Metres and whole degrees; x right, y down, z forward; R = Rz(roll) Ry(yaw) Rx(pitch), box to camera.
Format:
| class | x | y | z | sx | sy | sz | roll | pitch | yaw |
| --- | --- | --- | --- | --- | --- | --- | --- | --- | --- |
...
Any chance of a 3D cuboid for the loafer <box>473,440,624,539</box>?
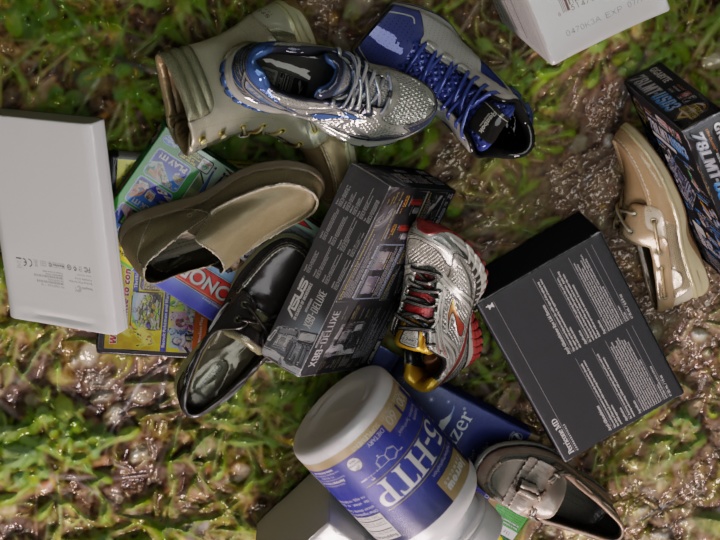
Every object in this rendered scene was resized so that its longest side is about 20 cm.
| class | x | y | z | sx | sy | sz | roll | pitch | yaw |
| --- | --- | --- | --- | --- | --- | --- | --- | --- | --- |
| loafer | 0.197 | 0.225 | 1.797 | 0.199 | 0.063 | 0.072 | 26 | 102 | -41 |

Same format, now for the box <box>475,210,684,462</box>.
| class | x | y | z | sx | sy | sz | roll | pitch | yaw |
| --- | --- | --- | --- | --- | --- | --- | --- | --- | --- |
| box | 0.210 | 0.066 | 1.775 | 0.141 | 0.079 | 0.201 | -30 | 111 | -1 |

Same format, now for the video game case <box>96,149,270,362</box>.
| class | x | y | z | sx | sy | sz | roll | pitch | yaw |
| --- | --- | --- | --- | --- | --- | --- | --- | --- | --- |
| video game case | -0.158 | -0.012 | 1.720 | 0.179 | 0.026 | 0.201 | 4 | 109 | -10 |

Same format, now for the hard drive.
| class | x | y | z | sx | sy | sz | roll | pitch | yaw |
| --- | --- | --- | --- | --- | --- | --- | --- | --- | --- |
| hard drive | -0.282 | -0.046 | 1.650 | 0.131 | 0.026 | 0.201 | 8 | 112 | 30 |

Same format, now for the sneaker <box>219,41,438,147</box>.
| class | x | y | z | sx | sy | sz | roll | pitch | yaw |
| --- | --- | --- | --- | --- | --- | --- | --- | --- | --- |
| sneaker | -0.021 | -0.158 | 1.574 | 0.199 | 0.085 | 0.078 | 8 | 83 | -17 |

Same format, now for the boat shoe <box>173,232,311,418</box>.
| class | x | y | z | sx | sy | sz | roll | pitch | yaw |
| --- | --- | --- | --- | --- | --- | --- | --- | --- | --- |
| boat shoe | -0.105 | 0.058 | 1.673 | 0.073 | 0.065 | 0.201 | 29 | 102 | -15 |

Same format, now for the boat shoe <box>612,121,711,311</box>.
| class | x | y | z | sx | sy | sz | roll | pitch | yaw |
| --- | --- | --- | --- | --- | --- | --- | --- | --- | --- |
| boat shoe | 0.283 | -0.049 | 1.750 | 0.064 | 0.071 | 0.201 | -26 | 112 | 0 |

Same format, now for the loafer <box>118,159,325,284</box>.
| class | x | y | z | sx | sy | sz | roll | pitch | yaw |
| --- | --- | --- | --- | --- | --- | --- | --- | --- | --- |
| loafer | -0.122 | -0.037 | 1.622 | 0.199 | 0.068 | 0.076 | -21 | 143 | 10 |

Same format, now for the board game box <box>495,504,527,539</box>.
| class | x | y | z | sx | sy | sz | roll | pitch | yaw |
| --- | --- | --- | --- | --- | --- | --- | --- | --- | --- |
| board game box | 0.090 | 0.209 | 1.834 | 0.199 | 0.023 | 0.105 | 31 | 99 | -16 |

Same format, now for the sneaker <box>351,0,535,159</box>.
| class | x | y | z | sx | sy | sz | roll | pitch | yaw |
| --- | --- | --- | --- | --- | --- | --- | --- | --- | --- |
| sneaker | 0.095 | -0.168 | 1.657 | 0.199 | 0.115 | 0.081 | 35 | 99 | -18 |

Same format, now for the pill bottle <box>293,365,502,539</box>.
| class | x | y | z | sx | sy | sz | roll | pitch | yaw |
| --- | --- | --- | --- | --- | --- | --- | --- | --- | --- |
| pill bottle | 0.041 | 0.200 | 1.716 | 0.120 | 0.120 | 0.200 | -41 | 108 | 6 |

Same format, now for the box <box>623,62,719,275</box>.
| class | x | y | z | sx | sy | sz | roll | pitch | yaw |
| --- | --- | --- | --- | --- | --- | --- | --- | --- | --- |
| box | 0.327 | -0.081 | 1.678 | 0.049 | 0.200 | 0.199 | -25 | 110 | 1 |

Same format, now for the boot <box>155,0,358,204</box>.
| class | x | y | z | sx | sy | sz | roll | pitch | yaw |
| --- | --- | --- | --- | --- | --- | --- | --- | --- | --- |
| boot | -0.094 | -0.132 | 1.637 | 0.154 | 0.072 | 0.201 | -27 | 106 | -25 |

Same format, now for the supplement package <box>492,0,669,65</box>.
| class | x | y | z | sx | sy | sz | roll | pitch | yaw |
| --- | --- | --- | --- | --- | --- | --- | --- | --- | --- |
| supplement package | 0.177 | -0.276 | 1.588 | 0.116 | 0.200 | 0.118 | -26 | 110 | 1 |

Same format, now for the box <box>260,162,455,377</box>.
| class | x | y | z | sx | sy | sz | roll | pitch | yaw |
| --- | --- | --- | --- | --- | --- | --- | --- | --- | --- |
| box | 0.000 | 0.000 | 1.678 | 0.050 | 0.157 | 0.201 | 31 | 104 | 22 |

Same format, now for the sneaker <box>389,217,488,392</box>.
| class | x | y | z | sx | sy | sz | roll | pitch | yaw |
| --- | --- | --- | --- | --- | --- | --- | --- | --- | --- |
| sneaker | 0.071 | 0.037 | 1.683 | 0.082 | 0.078 | 0.201 | -43 | 141 | -33 |

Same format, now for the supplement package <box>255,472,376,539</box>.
| class | x | y | z | sx | sy | sz | roll | pitch | yaw |
| --- | --- | --- | --- | --- | --- | --- | --- | --- | --- |
| supplement package | 0.003 | 0.308 | 1.794 | 0.200 | 0.121 | 0.120 | 39 | 111 | -18 |

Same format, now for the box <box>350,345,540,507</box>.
| class | x | y | z | sx | sy | sz | roll | pitch | yaw |
| --- | --- | --- | --- | --- | --- | --- | --- | --- | --- |
| box | 0.066 | 0.169 | 1.790 | 0.199 | 0.032 | 0.122 | 29 | 102 | -15 |

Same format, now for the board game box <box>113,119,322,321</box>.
| class | x | y | z | sx | sy | sz | roll | pitch | yaw |
| --- | --- | --- | --- | --- | --- | --- | --- | --- | --- |
| board game box | -0.140 | -0.032 | 1.687 | 0.199 | 0.029 | 0.135 | 33 | 101 | -18 |
